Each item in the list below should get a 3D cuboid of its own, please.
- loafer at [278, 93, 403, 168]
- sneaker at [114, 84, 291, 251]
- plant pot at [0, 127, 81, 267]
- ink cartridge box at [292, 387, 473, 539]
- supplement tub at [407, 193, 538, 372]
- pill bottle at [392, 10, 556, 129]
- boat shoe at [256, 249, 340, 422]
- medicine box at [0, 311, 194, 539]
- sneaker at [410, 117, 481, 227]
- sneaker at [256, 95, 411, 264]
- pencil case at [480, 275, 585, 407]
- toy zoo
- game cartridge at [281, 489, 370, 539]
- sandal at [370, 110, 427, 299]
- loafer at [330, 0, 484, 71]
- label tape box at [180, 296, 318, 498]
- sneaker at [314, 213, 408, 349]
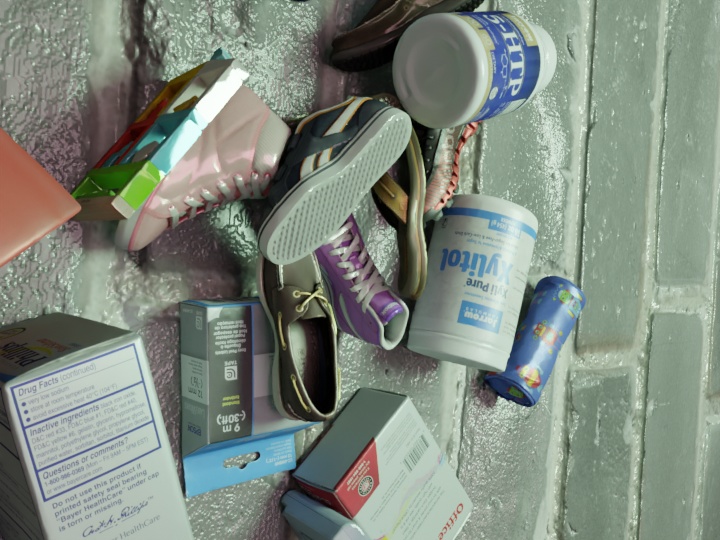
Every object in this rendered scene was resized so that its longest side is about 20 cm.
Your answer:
[{"bbox_3d":[-0.045,-0.138,0.806,0.199,0.067,0.077,-21,103,-21],"label":"loafer"},{"bbox_3d":[-0.139,-0.083,0.695,0.104,0.075,0.201,35,72,-7],"label":"sneaker"},{"bbox_3d":[-0.330,-0.056,0.500,0.200,0.200,0.178,-43,110,-30],"label":"plant pot"},{"bbox_3d":[0.032,0.265,0.876,0.146,0.083,0.201,-47,120,-31],"label":"ink cartridge box"},{"bbox_3d":[0.142,0.016,0.926,0.132,0.132,0.201,21,78,-38],"label":"supplement tub"},{"bbox_3d":[0.140,-0.235,0.842,0.200,0.119,0.121,-24,108,-46],"label":"pill bottle"},{"bbox_3d":[-0.057,0.049,0.723,0.072,0.059,0.201,-3,87,-38],"label":"boat shoe"},{"bbox_3d":[-0.233,0.148,0.585,0.103,0.182,0.201,-19,105,-38],"label":"medicine box"},{"bbox_3d":[0.086,-0.153,0.909,0.098,0.071,0.201,35,69,-36],"label":"sneaker"},{"bbox_3d":[-0.040,-0.092,0.712,0.200,0.079,0.079,-46,149,-20],"label":"sneaker"},{"bbox_3d":[0.253,0.104,1.058,0.078,0.087,0.200,34,66,3],"label":"pencil case"},{"bbox_3d":[-0.176,-0.125,0.651,0.020,0.131,0.201,47,63,-31],"label":"toy zoo"},{"bbox_3d":[-0.004,0.339,0.820,0.040,0.133,0.201,-39,117,-24],"label":"game cartridge"},{"bbox_3d":[0.038,-0.069,0.770,0.054,0.080,0.202,-1,89,-5],"label":"sandal"},{"bbox_3d":[0.048,-0.296,0.841,0.199,0.073,0.071,-29,88,-4],"label":"loafer"},{"bbox_3d":[-0.110,0.129,0.764,0.143,0.066,0.202,-3,92,-40],"label":"label tape box"},{"bbox_3d":[0.001,0.000,0.790,0.073,0.114,0.201,-37,127,-21],"label":"sneaker"}]
